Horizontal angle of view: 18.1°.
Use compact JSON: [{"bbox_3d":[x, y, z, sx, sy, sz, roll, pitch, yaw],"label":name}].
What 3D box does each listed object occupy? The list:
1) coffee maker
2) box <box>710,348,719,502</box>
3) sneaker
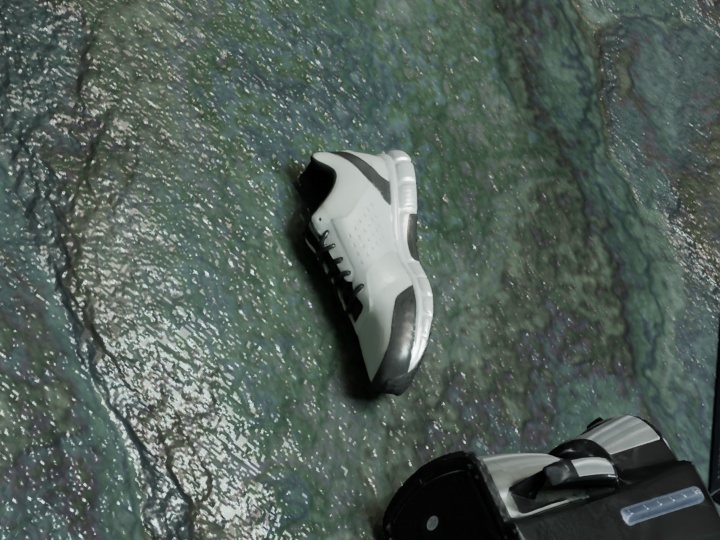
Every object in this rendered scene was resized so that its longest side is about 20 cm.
[{"bbox_3d":[0.135,0.200,1.476,0.200,0.134,0.193,-7,88,-44],"label":"coffee maker"},{"bbox_3d":[0.363,0.112,1.753,0.148,0.107,0.200,32,42,-19],"label":"box"},{"bbox_3d":[0.000,0.000,1.547,0.080,0.074,0.200,8,48,-21],"label":"sneaker"}]
